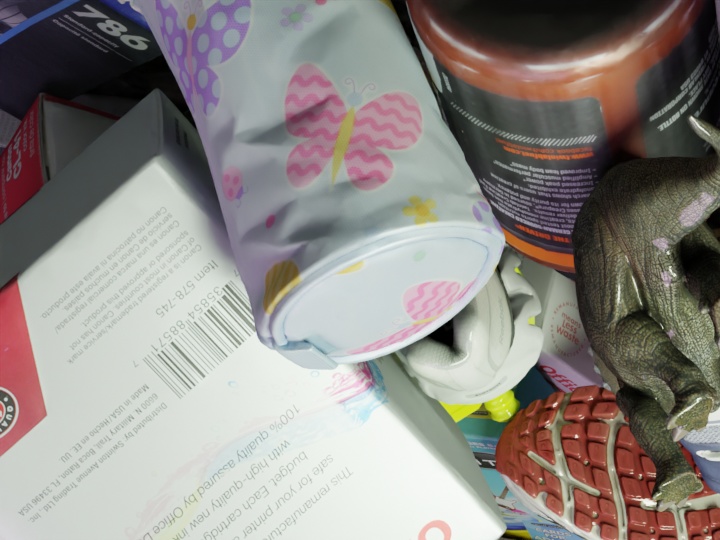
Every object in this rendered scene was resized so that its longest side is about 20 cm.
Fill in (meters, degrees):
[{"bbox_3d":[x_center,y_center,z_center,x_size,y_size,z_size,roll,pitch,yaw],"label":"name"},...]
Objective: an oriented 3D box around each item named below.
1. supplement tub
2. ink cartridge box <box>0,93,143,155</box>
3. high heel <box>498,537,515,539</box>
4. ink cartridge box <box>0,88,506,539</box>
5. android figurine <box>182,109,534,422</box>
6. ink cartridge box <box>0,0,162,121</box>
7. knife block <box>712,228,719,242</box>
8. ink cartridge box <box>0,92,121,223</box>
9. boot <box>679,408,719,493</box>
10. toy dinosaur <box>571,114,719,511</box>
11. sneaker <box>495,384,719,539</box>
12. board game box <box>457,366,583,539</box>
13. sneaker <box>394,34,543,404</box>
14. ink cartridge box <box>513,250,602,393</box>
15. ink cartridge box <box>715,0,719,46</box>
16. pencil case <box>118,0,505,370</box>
[{"bbox_3d":[0.082,-0.066,0.745,0.107,0.107,0.200,10,157,18],"label":"supplement tub"},{"bbox_3d":[-0.156,-0.034,1.092,0.199,0.047,0.198,6,156,22],"label":"ink cartridge box"},{"bbox_3d":[0.060,0.179,1.053,0.067,0.096,0.200,2,156,31],"label":"high heel"},{"bbox_3d":[-0.066,0.057,0.806,0.200,0.145,0.145,49,-175,-14],"label":"ink cartridge box"},{"bbox_3d":[0.000,0.000,0.897,0.200,0.182,0.041,60,-179,-22],"label":"android figurine"},{"bbox_3d":[-0.139,-0.121,0.877,0.099,0.039,0.200,29,155,-25],"label":"ink cartridge box"},{"bbox_3d":[0.209,0.029,0.902,0.175,0.064,0.200,-7,141,36],"label":"knife block"},{"bbox_3d":[-0.130,0.027,0.983,0.147,0.086,0.200,16,132,-30],"label":"ink cartridge box"},{"bbox_3d":[0.215,0.040,0.805,0.199,0.073,0.090,-9,140,27],"label":"boot"},{"bbox_3d":[0.101,0.012,0.694,0.102,0.077,0.200,56,179,39],"label":"toy dinosaur"},{"bbox_3d":[0.155,0.114,0.928,0.199,0.078,0.082,19,151,-4],"label":"sneaker"},{"bbox_3d":[0.045,0.095,1.054,0.150,0.047,0.200,5,157,29],"label":"board game box"},{"bbox_3d":[0.003,-0.040,0.797,0.075,0.200,0.081,-34,170,13],"label":"sneaker"},{"bbox_3d":[0.088,0.035,1.032,0.200,0.068,0.115,-7,149,46],"label":"ink cartridge box"},{"bbox_3d":[0.197,-0.049,0.667,0.145,0.088,0.200,-12,154,7],"label":"ink cartridge box"},{"bbox_3d":[-0.025,-0.066,0.710,0.090,0.200,0.083,-24,154,-2],"label":"pencil case"}]
